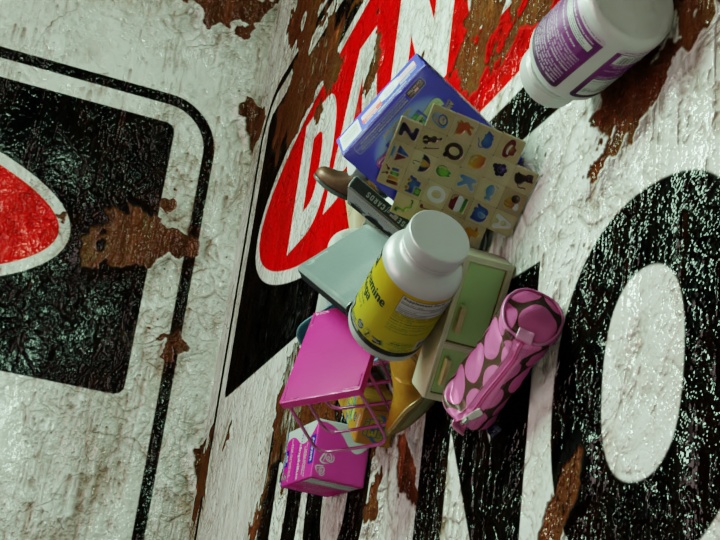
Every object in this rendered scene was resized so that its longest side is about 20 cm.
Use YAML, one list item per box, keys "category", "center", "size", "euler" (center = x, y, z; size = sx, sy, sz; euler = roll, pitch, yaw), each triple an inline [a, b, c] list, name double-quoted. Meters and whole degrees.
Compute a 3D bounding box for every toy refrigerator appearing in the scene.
- category: "toy refrigerator"
  center: [0.138, 0.075, 1.565]
  size: [0.070, 0.075, 0.203]
  euler: [-131, 56, -71]

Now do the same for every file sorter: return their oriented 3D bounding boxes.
- category: "file sorter"
  center: [-0.013, 0.164, 1.781]
  size: [0.137, 0.126, 0.201]
  euler: [-12, 35, 26]

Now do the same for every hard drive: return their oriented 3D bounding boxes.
- category: "hard drive"
  center: [0.000, 0.000, 1.776]
  size: [0.200, 0.138, 0.033]
  euler: [35, 153, 60]

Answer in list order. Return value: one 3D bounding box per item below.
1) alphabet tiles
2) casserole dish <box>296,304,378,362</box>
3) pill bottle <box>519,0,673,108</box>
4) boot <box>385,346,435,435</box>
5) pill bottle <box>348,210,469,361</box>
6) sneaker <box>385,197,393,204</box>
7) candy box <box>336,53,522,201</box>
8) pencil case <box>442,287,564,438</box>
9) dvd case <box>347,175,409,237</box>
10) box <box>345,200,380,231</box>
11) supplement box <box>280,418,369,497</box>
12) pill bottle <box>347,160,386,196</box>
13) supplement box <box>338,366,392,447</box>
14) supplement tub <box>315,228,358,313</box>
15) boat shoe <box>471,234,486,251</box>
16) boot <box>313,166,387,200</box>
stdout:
- category: "alphabet tiles"
  center: [0.128, -0.124, 1.546]
  size: [0.006, 0.197, 0.168]
  euler: [-68, 0, -61]
- category: "casserole dish"
  center: [-0.014, 0.098, 1.892]
  size: [0.199, 0.122, 0.039]
  euler: [-32, 14, 31]
- category: "pill bottle"
  center: [0.262, -0.265, 1.333]
  size: [0.200, 0.110, 0.114]
  euler: [141, 140, -65]
- category: "boot"
  center: [0.060, 0.127, 1.692]
  size: [0.144, 0.070, 0.203]
  euler: [47, 122, 24]
- category: "pill bottle"
  center: [0.065, 0.019, 1.522]
  size: [0.201, 0.111, 0.114]
  euler: [119, 158, -44]
- category: "sneaker"
  center: [0.082, -0.138, 1.884]
  size: [0.200, 0.073, 0.117]
  euler: [-82, 15, -80]
- category: "candy box"
  center: [0.095, -0.166, 1.601]
  size: [0.169, 0.199, 0.077]
  euler: [-45, 22, 13]
- category: "pencil case"
  center: [0.170, 0.114, 1.404]
  size: [0.094, 0.090, 0.201]
  euler: [-42, -16, -44]
- category: "dvd case"
  center: [0.043, -0.074, 1.731]
  size: [0.025, 0.150, 0.200]
  euler: [-50, -1, -4]
- category: "box"
  center: [0.025, -0.118, 2.122]
  size: [0.201, 0.076, 0.096]
  euler: [-100, 27, -54]
- category: "supplement box"
  center: [-0.062, 0.330, 2.028]
  size: [0.200, 0.102, 0.103]
  euler: [143, 139, -64]
- category: "pill bottle"
  center: [0.085, -0.155, 1.710]
  size: [0.111, 0.197, 0.114]
  euler: [-167, 90, -74]
- category: "supplement box"
  center: [0.008, 0.218, 1.932]
  size: [0.200, 0.068, 0.068]
  euler: [-124, 47, -67]
- category: "supplement tub"
  center: [-0.007, 0.044, 1.961]
  size: [0.133, 0.129, 0.203]
  euler: [-100, 18, -55]
- category: "boat shoe"
  center: [0.124, 0.008, 1.672]
  size: [0.061, 0.074, 0.203]
  euler: [-101, 27, -68]
- category: "boot"
  center: [0.030, -0.211, 1.981]
  size: [0.069, 0.185, 0.203]
  euler: [-68, -4, -68]
